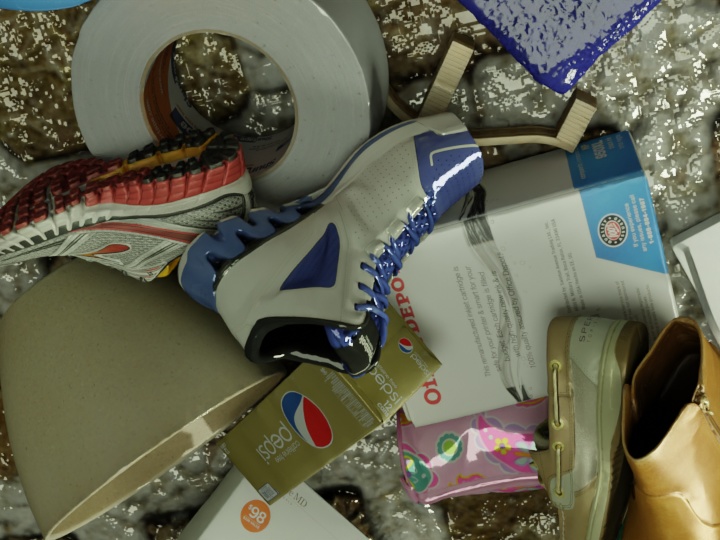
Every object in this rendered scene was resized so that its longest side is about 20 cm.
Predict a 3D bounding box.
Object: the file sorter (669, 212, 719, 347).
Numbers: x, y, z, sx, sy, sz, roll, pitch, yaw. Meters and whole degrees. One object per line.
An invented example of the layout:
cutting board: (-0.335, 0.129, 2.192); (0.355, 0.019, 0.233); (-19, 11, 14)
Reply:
file sorter: (0.333, 0.013, 0.815); (0.198, 0.125, 0.140); (-29, 111, 17)

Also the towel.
towel: (0.143, -0.226, 0.760); (0.148, 0.050, 0.200); (44, 112, -4)

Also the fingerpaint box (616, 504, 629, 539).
fingerpaint box: (0.294, 0.239, 0.856); (0.164, 0.201, 0.074); (-3, 128, -16)

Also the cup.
cup: (-0.170, 0.069, 0.865); (0.199, 0.200, 0.144); (-37, 83, 20)

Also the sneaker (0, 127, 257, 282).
sneaker: (-0.158, -0.025, 0.794); (0.197, 0.078, 0.083); (-9, 121, 19)

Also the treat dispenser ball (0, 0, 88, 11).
treat dispenser ball: (-0.185, -0.246, 0.681); (0.197, 0.202, 0.204); (2, 116, 4)

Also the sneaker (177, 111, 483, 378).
sneaker: (-0.001, 0.000, 0.751); (0.198, 0.116, 0.081); (-29, 149, -8)

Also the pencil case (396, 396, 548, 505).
pencil case: (0.125, 0.123, 0.906); (0.197, 0.088, 0.089); (-7, 115, 9)

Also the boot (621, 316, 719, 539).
boot: (0.187, 0.139, 0.778); (0.070, 0.144, 0.204); (10, 76, 31)

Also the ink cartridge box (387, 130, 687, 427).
ink cartridge box: (0.108, 0.007, 0.852); (0.197, 0.085, 0.146); (-14, 115, 11)

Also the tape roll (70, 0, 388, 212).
tape roll: (-0.083, -0.118, 0.802); (0.197, 0.066, 0.203); (6, 123, 9)

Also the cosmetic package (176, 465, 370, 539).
cosmetic package: (-0.055, 0.258, 0.963); (0.200, 0.052, 0.151); (43, 71, -16)

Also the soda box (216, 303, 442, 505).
soda box: (-0.027, 0.094, 0.857); (0.064, 0.068, 0.200); (49, 144, 2)

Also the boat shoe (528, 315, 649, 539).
boat shoe: (0.148, 0.116, 0.828); (0.066, 0.074, 0.203); (15, 120, 25)

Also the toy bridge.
toy bridge: (0.055, -0.124, 0.826); (0.198, 0.027, 0.068); (23, 116, -5)

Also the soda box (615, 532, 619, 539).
soda box: (0.184, 0.270, 0.908); (0.063, 0.201, 0.071); (29, 115, -9)
